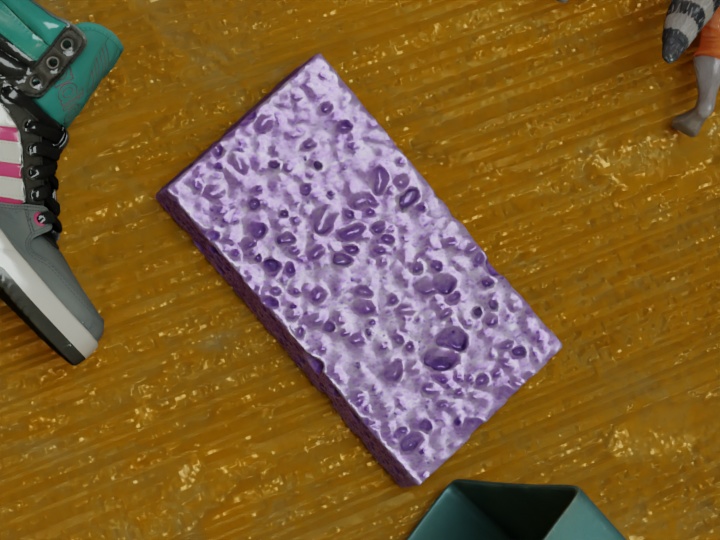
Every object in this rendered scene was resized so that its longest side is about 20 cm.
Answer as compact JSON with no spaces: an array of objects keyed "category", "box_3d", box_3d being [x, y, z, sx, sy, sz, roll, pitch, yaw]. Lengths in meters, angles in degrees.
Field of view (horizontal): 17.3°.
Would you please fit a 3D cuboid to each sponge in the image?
[{"category":"sponge","box_3d":[0.000,0.000,1.214,0.112,0.030,0.200,-42,95,-19]}]

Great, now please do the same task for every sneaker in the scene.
[{"category":"sneaker","box_3d":[-0.157,-0.063,1.150,0.121,0.084,0.200,-36,92,-10]}]

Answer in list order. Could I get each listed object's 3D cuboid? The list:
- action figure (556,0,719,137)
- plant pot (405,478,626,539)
[{"category":"action figure","box_3d":[0.224,-0.164,1.274,0.200,0.105,0.193,42,82,-5]},{"category":"plant pot","box_3d":[0.102,0.221,1.157,0.200,0.141,0.141,44,72,-15]}]
